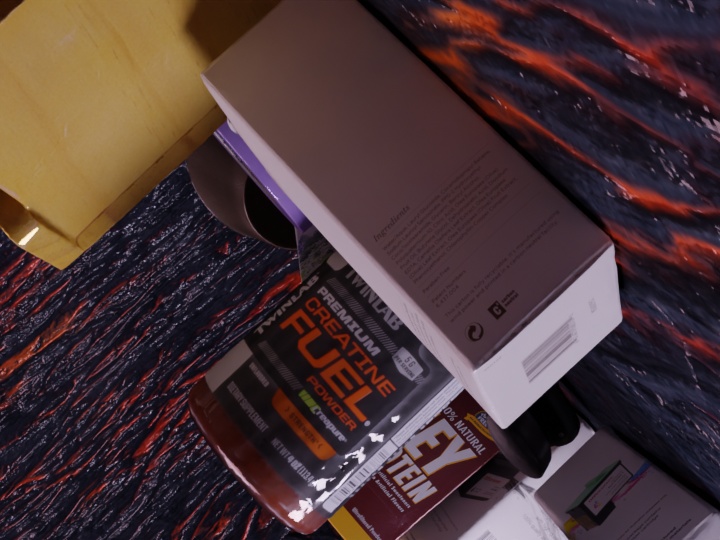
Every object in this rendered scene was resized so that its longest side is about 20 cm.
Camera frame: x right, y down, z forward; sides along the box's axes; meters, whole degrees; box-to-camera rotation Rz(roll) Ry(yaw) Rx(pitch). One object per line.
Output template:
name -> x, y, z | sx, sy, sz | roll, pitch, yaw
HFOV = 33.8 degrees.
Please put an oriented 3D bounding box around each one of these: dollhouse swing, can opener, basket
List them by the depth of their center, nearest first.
dollhouse swing -> -0.142, -0.135, 0.589 | 0.182, 0.200, 0.176 | 47, 178, 35
can opener -> 0.112, 0.068, 0.948 | 0.202, 0.063, 0.079 | 59, -158, -14
basket -> -0.094, -0.096, 1.267 | 0.181, 0.135, 0.200 | 55, 172, -22

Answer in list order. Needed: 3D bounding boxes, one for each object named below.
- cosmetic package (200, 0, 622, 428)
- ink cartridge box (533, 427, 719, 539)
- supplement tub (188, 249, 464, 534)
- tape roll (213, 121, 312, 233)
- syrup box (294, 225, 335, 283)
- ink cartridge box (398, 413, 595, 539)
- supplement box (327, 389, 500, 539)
cosmetic package -> 0.024, -0.034, 0.561 | 0.200, 0.085, 0.108 | 49, 177, 23
ink cartridge box -> 0.224, 0.215, 0.855 | 0.145, 0.084, 0.200 | 49, 178, -12
supplement tub -> 0.007, 0.041, 0.655 | 0.107, 0.200, 0.107 | 46, 177, 3
tape roll -> -0.082, -0.132, 0.961 | 0.200, 0.085, 0.200 | 49, 179, 2
syrup box -> 0.000, 0.000, 0.997 | 0.082, 0.078, 0.201 | 49, -165, -28
ink cartridge box -> 0.153, 0.235, 1.085 | 0.145, 0.200, 0.084 | 49, 179, -24
supplement box -> 0.045, 0.134, 1.113 | 0.133, 0.200, 0.197 | 49, -173, 0
